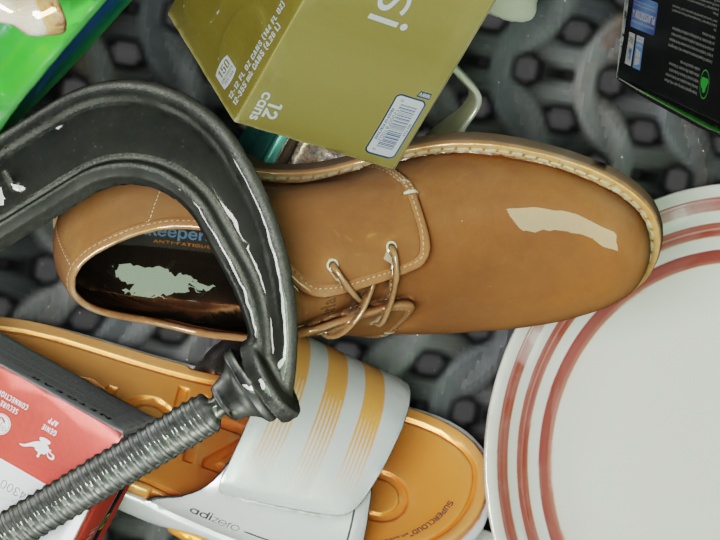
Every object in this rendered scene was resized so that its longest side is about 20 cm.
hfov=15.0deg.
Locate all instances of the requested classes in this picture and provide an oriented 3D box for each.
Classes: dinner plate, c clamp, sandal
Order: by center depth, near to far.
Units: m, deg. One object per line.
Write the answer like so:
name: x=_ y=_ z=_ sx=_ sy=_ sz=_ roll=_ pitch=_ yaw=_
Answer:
c clamp: x=-0.097 y=0.046 z=0.834 sx=0.200 sy=0.027 sz=0.171 roll=-37 pitch=81 yaw=10
sandal: x=-0.049 y=0.051 z=0.915 sx=0.206 sy=0.079 sz=0.059 roll=14 pitch=141 yaw=-10
dinner plate: x=0.137 y=0.069 z=0.970 sx=0.199 sy=0.024 sz=0.201 roll=1 pitch=86 yaw=-13

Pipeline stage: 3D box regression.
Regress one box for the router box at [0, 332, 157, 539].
router box: x=-0.193 y=0.082 z=0.886 sx=0.199 sy=0.049 sz=0.180 roll=28 pitch=97 yaw=7

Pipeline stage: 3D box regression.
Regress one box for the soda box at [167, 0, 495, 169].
soda box: x=0.022 y=-0.134 z=0.810 sx=0.064 sy=0.068 sz=0.200 roll=16 pitch=116 yaw=-35

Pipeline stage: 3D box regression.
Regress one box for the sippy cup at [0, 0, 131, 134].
sippy cup: x=-0.118 y=-0.133 z=0.851 sx=0.130 sy=0.178 sz=0.140 roll=43 pitch=121 yaw=-5

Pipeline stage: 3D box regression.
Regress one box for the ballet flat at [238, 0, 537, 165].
ballet flat: x=0.019 y=-0.085 z=0.917 sx=0.067 sy=0.068 sz=0.201 roll=23 pitch=107 yaw=-18

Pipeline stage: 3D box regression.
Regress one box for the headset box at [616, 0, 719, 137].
headset box: x=0.205 y=-0.086 z=0.890 sx=0.199 sy=0.174 sz=0.093 roll=4 pitch=101 yaw=-12

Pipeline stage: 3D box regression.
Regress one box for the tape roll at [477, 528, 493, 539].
tape roll: x=0.021 y=0.180 z=0.924 sx=0.202 sy=0.037 sz=0.204 roll=11 pitch=58 yaw=-18

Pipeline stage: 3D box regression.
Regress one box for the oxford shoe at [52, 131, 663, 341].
oxford shoe: x=0.000 y=0.000 z=0.872 sx=0.199 sy=0.071 sz=0.072 roll=-1 pitch=118 yaw=-3

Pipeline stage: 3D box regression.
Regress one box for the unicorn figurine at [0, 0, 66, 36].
unicorn figurine: x=-0.105 y=-0.138 z=0.762 sx=0.200 sy=0.074 sz=0.137 roll=-29 pitch=67 yaw=-34
